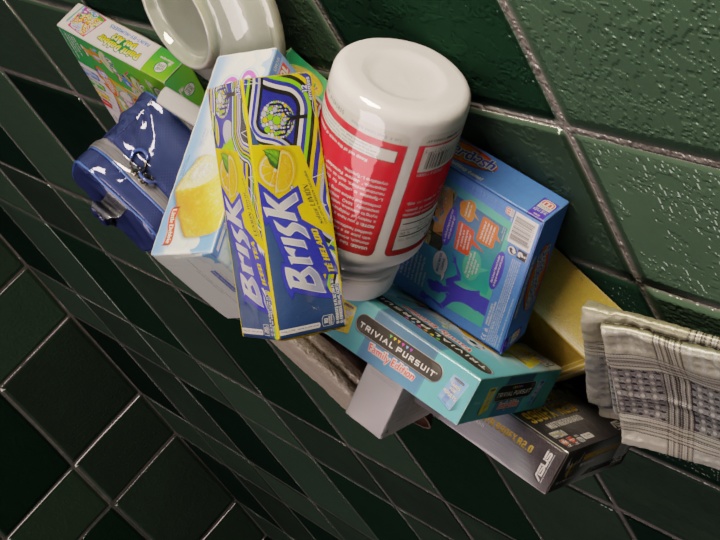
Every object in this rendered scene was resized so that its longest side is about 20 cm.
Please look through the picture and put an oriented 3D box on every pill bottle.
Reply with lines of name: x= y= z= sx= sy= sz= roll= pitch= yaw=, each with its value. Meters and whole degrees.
pill bottle: x=0.011 y=-0.076 z=1.113 sx=0.112 sy=0.112 sz=0.201 roll=35 pitch=133 yaw=20

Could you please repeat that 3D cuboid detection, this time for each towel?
towel: x=-0.039 y=0.101 z=1.507 sx=0.200 sy=0.035 sz=0.132 roll=44 pitch=168 yaw=-14
towel: x=0.280 y=0.111 z=1.164 sx=0.199 sy=0.035 sz=0.193 roll=18 pitch=153 yaw=26

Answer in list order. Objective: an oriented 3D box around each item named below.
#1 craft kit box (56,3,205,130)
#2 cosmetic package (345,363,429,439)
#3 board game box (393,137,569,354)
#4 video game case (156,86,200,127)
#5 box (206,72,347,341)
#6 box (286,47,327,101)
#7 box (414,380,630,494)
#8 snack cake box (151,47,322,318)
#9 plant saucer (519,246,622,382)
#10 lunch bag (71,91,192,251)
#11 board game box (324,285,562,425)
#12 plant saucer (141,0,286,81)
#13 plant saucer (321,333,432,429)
craft kit box: x=-0.240 y=-0.198 z=1.607 sx=0.197 sy=0.049 sz=0.200 roll=27 pitch=157 yaw=33
cosmetic package: x=0.069 y=0.096 z=1.371 sx=0.051 sy=0.200 sz=0.083 roll=32 pitch=115 yaw=24
board game box: x=0.070 y=-0.042 z=1.197 sx=0.200 sy=0.045 sz=0.153 roll=34 pitch=134 yaw=22
video game case: x=-0.097 y=-0.110 z=1.440 sx=0.200 sy=0.023 sz=0.182 roll=33 pitch=180 yaw=27
box: x=-0.066 y=-0.049 z=1.077 sx=0.070 sy=0.064 sz=0.201 roll=0 pitch=100 yaw=60
box: x=-0.034 y=-0.130 z=1.318 sx=0.200 sy=0.048 sz=0.117 roll=40 pitch=163 yaw=0
box: x=0.166 y=0.140 z=1.342 sx=0.158 sy=0.049 sz=0.200 roll=35 pitch=-163 yaw=26
snack cake box: x=-0.094 y=-0.073 z=1.176 sx=0.067 sy=0.201 sz=0.115 roll=-3 pitch=151 yaw=33
plant saucer: x=0.154 y=0.035 z=1.296 sx=0.200 sy=0.048 sz=0.200 roll=43 pitch=163 yaw=-2
lunch bag: x=-0.238 y=-0.098 z=1.518 sx=0.136 sy=0.132 sz=0.200 roll=44 pitch=169 yaw=-6
board game box: x=0.076 y=0.070 z=1.224 sx=0.151 sy=0.047 sz=0.200 roll=34 pitch=-166 yaw=24
plant saucer: x=-0.147 y=-0.236 z=1.224 sx=0.200 sy=0.050 sz=0.201 roll=40 pitch=150 yaw=29
plant saucer: x=0.007 y=0.095 z=1.496 sx=0.200 sy=0.035 sz=0.200 roll=38 pitch=170 yaw=8
